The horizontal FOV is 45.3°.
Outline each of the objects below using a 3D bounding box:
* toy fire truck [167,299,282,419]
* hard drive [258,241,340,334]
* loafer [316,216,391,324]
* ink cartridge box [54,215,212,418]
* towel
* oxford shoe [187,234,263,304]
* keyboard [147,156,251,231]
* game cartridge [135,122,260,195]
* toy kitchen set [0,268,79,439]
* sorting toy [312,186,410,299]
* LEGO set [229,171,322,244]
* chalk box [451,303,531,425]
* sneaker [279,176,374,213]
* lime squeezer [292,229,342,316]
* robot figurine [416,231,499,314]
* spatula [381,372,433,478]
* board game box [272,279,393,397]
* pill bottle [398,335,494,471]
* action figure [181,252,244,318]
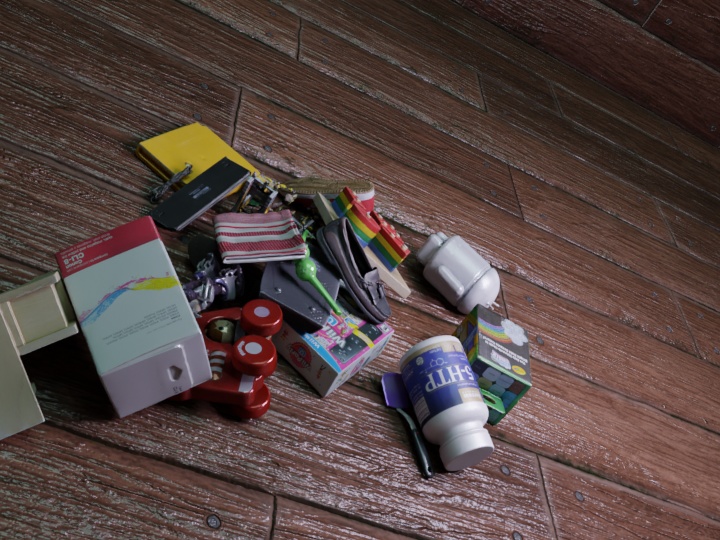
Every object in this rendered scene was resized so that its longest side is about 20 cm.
[{"bbox_3d":[-0.209,0.124,1.310,0.164,0.114,0.202,9,37,-4],"label":"toy fire truck"},{"bbox_3d":[-0.104,0.020,1.457,0.133,0.043,0.201,29,31,-11],"label":"hard drive"},{"bbox_3d":[0.000,0.000,1.507,0.202,0.062,0.072,55,23,-7],"label":"loafer"},{"bbox_3d":[-0.307,0.065,1.181,0.142,0.146,0.202,-23,62,-15],"label":"ink cartridge box"},{"bbox_3d":[-0.173,-0.060,1.455,0.140,0.023,0.200,-5,23,-12],"label":"towel"},{"bbox_3d":[-0.211,0.009,1.485,0.199,0.072,0.071,38,13,-4],"label":"oxford shoe"},{"bbox_3d":[-0.302,-0.144,1.553,0.126,0.021,0.200,29,54,28],"label":"keyboard"},{"bbox_3d":[-0.313,-0.208,1.683,0.175,0.033,0.200,40,32,8],"label":"game cartridge"},{"bbox_3d":[-0.464,0.114,1.137,0.196,0.180,0.167,-22,99,-15],"label":"toy kitchen set"},{"bbox_3d":[0.017,-0.068,1.659,0.199,0.070,0.199,40,10,-28],"label":"sorting toy"},{"bbox_3d":[-0.149,-0.123,1.637,0.199,0.117,0.154,39,34,6],"label":"LEGO set"},{"bbox_3d":[0.231,0.188,1.587,0.123,0.125,0.202,28,35,-11],"label":"chalk box"},{"bbox_3d":[-0.067,-0.128,1.776,0.195,0.115,0.072,4,36,9],"label":"sneaker"},{"bbox_3d":[-0.084,-0.014,1.443,0.069,0.038,0.202,11,38,-34],"label":"lime squeezer"},{"bbox_3d":[0.208,0.010,1.791,0.200,0.114,0.169,43,28,12],"label":"robot figurine"},{"bbox_3d":[0.082,0.260,1.459,0.056,0.021,0.202,11,41,-38],"label":"spatula"},{"bbox_3d":[-0.050,0.110,1.490,0.147,0.065,0.199,42,34,12],"label":"board game box"},{"bbox_3d":[0.150,0.226,1.464,0.118,0.120,0.203,4,52,-37],"label":"pill bottle"},{"bbox_3d":[-0.267,0.035,1.356,0.127,0.071,0.200,6,20,24],"label":"action figure"}]
